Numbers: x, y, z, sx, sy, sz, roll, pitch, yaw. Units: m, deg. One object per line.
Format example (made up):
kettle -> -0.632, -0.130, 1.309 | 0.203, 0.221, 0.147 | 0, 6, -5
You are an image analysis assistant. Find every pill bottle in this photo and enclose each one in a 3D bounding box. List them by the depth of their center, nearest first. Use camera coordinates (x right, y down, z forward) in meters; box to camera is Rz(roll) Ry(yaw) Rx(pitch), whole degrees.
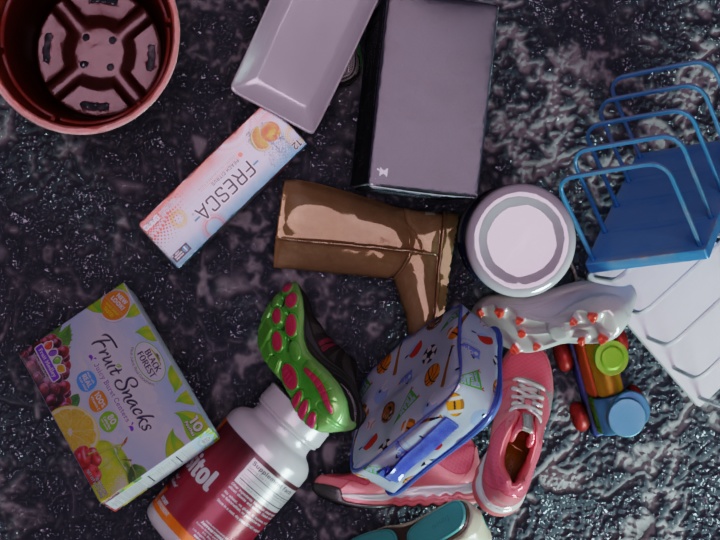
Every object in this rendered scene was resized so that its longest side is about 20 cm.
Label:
pill bottle -> 0.163, -0.034, 1.667 | 0.114, 0.200, 0.118 | 0, 92, 0
pill bottle -> -0.131, 0.225, 1.700 | 0.113, 0.113, 0.200 | 42, 88, -4

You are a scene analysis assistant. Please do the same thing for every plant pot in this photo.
plant pot -> -0.285, -0.238, 1.634 | 0.198, 0.195, 0.204 | 0, 91, -4

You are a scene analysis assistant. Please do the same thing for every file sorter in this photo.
file sorter -> 0.311, -0.114, 1.644 | 0.137, 0.201, 0.123 | -7, 125, 35
file sorter -> 0.376, 0.037, 1.724 | 0.139, 0.125, 0.200 | -42, 94, -1

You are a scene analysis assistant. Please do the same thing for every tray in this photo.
tray -> -0.052, -0.259, 1.658 | 0.106, 0.022, 0.202 | 27, 105, 2

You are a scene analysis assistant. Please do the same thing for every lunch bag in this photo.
lunch bag -> 0.068, 0.143, 1.648 | 0.075, 0.161, 0.200 | 31, 124, -22

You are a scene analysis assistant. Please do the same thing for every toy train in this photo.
toy train -> 0.264, 0.086, 1.721 | 0.084, 0.116, 0.203 | -16, 93, -4

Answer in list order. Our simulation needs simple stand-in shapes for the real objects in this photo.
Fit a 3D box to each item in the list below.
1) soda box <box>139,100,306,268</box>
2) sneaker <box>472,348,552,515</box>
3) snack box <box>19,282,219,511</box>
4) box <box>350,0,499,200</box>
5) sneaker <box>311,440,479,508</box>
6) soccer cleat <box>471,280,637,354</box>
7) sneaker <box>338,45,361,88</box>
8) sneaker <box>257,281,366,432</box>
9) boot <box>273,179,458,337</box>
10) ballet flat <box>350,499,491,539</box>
soda box -> -0.151, -0.095, 1.714 | 0.200, 0.064, 0.068 | -44, 94, -1
sneaker -> 0.180, 0.167, 1.706 | 0.073, 0.087, 0.202 | 15, 68, -6
snack box -> -0.261, 0.135, 1.679 | 0.141, 0.053, 0.201 | -34, 68, -3
box -> 0.064, -0.180, 1.659 | 0.122, 0.197, 0.203 | 6, 92, -4
sneaker -> 0.042, 0.222, 1.743 | 0.197, 0.074, 0.088 | 0, 82, -11
soccer cleat -> 0.211, 0.048, 1.694 | 0.078, 0.198, 0.070 | -42, 119, -40
sneaker -> -0.063, -0.290, 1.703 | 0.077, 0.085, 0.201 | -31, 94, -3
sneaker -> -0.052, 0.100, 1.697 | 0.077, 0.083, 0.201 | -40, 52, 22
boot -> 0.000, 0.000, 1.731 | 0.197, 0.066, 0.178 | 8, 87, -2
ballet flat -> 0.060, 0.312, 1.724 | 0.199, 0.069, 0.070 | -25, 94, 30
